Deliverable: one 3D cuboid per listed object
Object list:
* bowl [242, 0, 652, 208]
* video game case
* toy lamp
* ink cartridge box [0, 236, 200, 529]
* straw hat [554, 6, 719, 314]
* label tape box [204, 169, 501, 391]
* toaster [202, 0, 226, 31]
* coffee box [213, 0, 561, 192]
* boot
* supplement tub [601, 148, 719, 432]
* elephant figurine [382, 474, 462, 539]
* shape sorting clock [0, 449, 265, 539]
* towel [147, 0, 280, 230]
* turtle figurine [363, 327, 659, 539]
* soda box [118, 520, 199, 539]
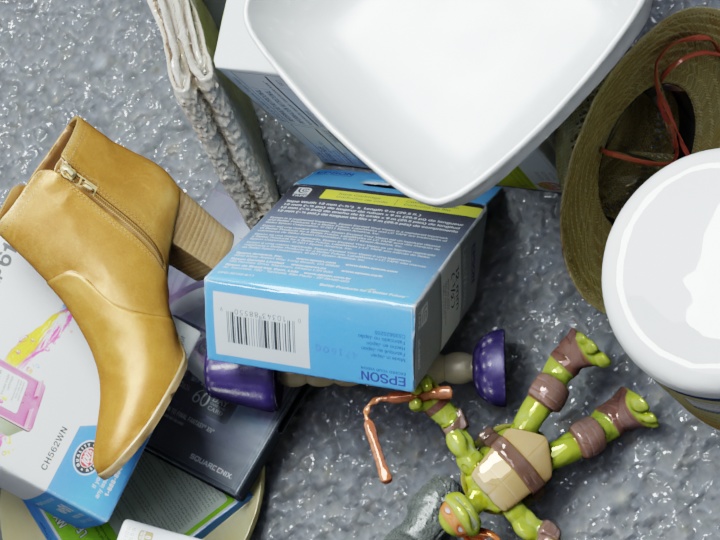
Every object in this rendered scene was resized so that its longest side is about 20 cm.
[{"bbox_3d":[0.058,-0.148,1.241,0.200,0.075,0.200,-46,66,4],"label":"bowl"},{"bbox_3d":[-0.089,0.043,1.480,0.142,0.019,0.201,24,76,26],"label":"video game case"},{"bbox_3d":[-0.003,0.065,1.410,0.198,0.058,0.059,-1,74,3],"label":"toy lamp"},{"bbox_3d":[-0.229,0.060,1.400,0.199,0.085,0.145,29,74,-12],"label":"ink cartridge box"},{"bbox_3d":[0.168,-0.078,1.353,0.085,0.201,0.202,27,86,44],"label":"straw hat"},{"bbox_3d":[0.000,0.000,1.408,0.142,0.200,0.067,7,115,18],"label":"label tape box"},{"bbox_3d":[-0.126,-0.272,1.498,0.118,0.200,0.182,-34,57,11],"label":"toaster"},{"bbox_3d":[0.045,-0.184,1.406,0.196,0.200,0.201,8,78,23],"label":"coffee box"},{"bbox_3d":[-0.172,0.015,1.339,0.071,0.144,0.202,-26,38,54],"label":"boot"},{"bbox_3d":[0.234,0.022,1.272,0.143,0.200,0.146,-6,73,20],"label":"supplement tub"},{"bbox_3d":[0.014,0.247,1.346,0.199,0.141,0.156,-28,95,-5],"label":"elephant figurine"},{"bbox_3d":[-0.159,0.152,1.482,0.198,0.039,0.201,-7,63,13],"label":"shape sorting clock"},{"bbox_3d":[-0.100,-0.118,1.436,0.034,0.200,0.133,-19,55,4],"label":"towel"},{"bbox_3d":[0.110,0.127,1.358,0.161,0.064,0.200,-40,84,-6],"label":"turtle figurine"},{"bbox_3d":[-0.146,0.267,1.353,0.068,0.064,0.201,13,65,10],"label":"soda box"}]
